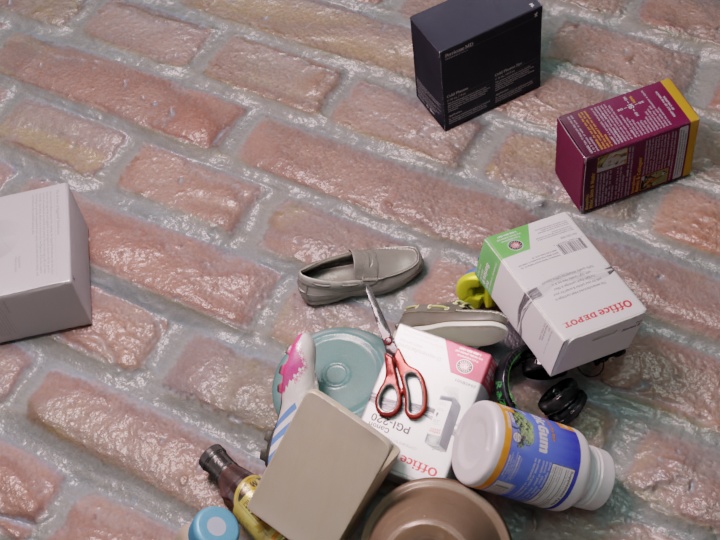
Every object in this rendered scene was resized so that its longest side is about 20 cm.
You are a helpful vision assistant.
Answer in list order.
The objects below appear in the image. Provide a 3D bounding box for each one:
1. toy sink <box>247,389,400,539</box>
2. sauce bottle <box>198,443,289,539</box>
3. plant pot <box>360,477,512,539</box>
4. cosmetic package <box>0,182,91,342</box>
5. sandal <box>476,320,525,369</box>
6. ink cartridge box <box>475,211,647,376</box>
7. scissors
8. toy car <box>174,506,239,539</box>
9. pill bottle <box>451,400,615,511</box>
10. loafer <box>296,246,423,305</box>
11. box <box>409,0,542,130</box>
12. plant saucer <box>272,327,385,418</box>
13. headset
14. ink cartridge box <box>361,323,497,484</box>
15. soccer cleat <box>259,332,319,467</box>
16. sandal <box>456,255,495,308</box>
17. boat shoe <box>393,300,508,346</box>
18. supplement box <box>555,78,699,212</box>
[{"bbox_3d":[-0.035,0.247,1.453,0.130,0.201,0.112,32,23,13],"label":"toy sink"},{"bbox_3d":[-0.146,0.315,1.528,0.066,0.066,0.200,-40,61,-20],"label":"sauce bottle"},{"bbox_3d":[0.087,0.355,1.367,0.198,0.175,0.203,-1,82,7],"label":"plant pot"},{"bbox_3d":[-0.533,-0.008,1.765,0.198,0.123,0.201,-12,54,0],"label":"cosmetic package"},{"bbox_3d":[0.168,0.150,1.621,0.199,0.043,0.076,-31,65,-11],"label":"sandal"},{"bbox_3d":[0.273,0.031,1.557,0.145,0.084,0.201,-17,53,-23],"label":"ink cartridge box"},{"bbox_3d":[0.048,0.107,1.535,0.072,0.014,0.202,-11,66,14],"label":"scissors"},{"bbox_3d":[-0.141,0.412,1.426,0.198,0.185,0.178,11,50,-22],"label":"toy car"},{"bbox_3d":[0.227,0.247,1.462,0.198,0.112,0.113,19,51,-22],"label":"pill bottle"},{"bbox_3d":[0.000,0.000,1.729,0.198,0.070,0.070,-17,54,-5],"label":"loafer"},{"bbox_3d":[0.196,-0.367,1.896,0.199,0.183,0.104,-26,56,-12],"label":"box"},{"bbox_3d":[-0.034,0.159,1.643,0.198,0.036,0.202,-3,55,4],"label":"plant saucer"},{"bbox_3d":[0.276,0.149,1.560,0.199,0.094,0.125,-19,82,-35],"label":"headset"},{"bbox_3d":[0.086,0.194,1.544,0.144,0.085,0.202,18,77,19],"label":"ink cartridge box"},{"bbox_3d":[-0.076,0.191,1.569,0.085,0.070,0.202,14,93,14],"label":"soccer cleat"},{"bbox_3d":[0.246,0.012,1.692,0.198,0.080,0.087,8,39,6],"label":"sandal"},{"bbox_3d":[0.129,0.073,1.614,0.201,0.072,0.061,-10,55,45],"label":"boat shoe"},{"bbox_3d":[0.418,-0.197,1.783,0.198,0.131,0.104,-19,53,-8],"label":"supplement box"}]
